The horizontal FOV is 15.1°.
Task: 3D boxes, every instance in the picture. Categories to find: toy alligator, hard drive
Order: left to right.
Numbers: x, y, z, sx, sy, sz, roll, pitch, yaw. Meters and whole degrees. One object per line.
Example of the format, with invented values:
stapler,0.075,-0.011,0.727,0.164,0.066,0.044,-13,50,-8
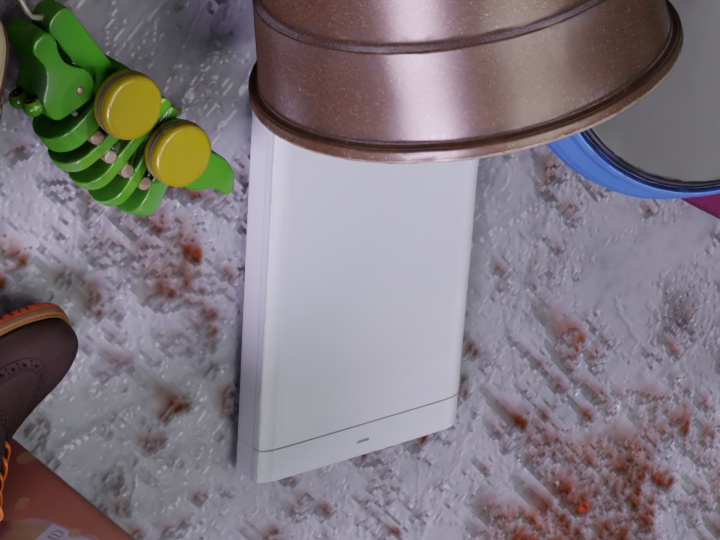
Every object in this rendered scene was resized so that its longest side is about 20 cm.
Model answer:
toy alligator,-0.127,-0.076,1.204,0.054,0.059,0.200,-52,134,-7
hard drive,0.000,0.000,1.373,0.132,0.027,0.200,-14,119,-35

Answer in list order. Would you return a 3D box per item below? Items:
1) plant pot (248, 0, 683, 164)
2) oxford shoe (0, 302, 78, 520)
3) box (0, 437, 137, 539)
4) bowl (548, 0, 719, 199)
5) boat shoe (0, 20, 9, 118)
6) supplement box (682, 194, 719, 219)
plant pot,0.032,-0.180,1.199,0.200,0.200,0.198,-27,122,-28
oxford shoe,-0.180,0.093,1.209,0.200,0.072,0.071,-48,160,-34
box,-0.158,0.186,1.210,0.152,0.200,0.106,-33,130,-24
bowl,0.171,-0.132,1.403,0.200,0.039,0.201,-6,106,-21
boat shoe,-0.195,-0.025,1.177,0.072,0.072,0.200,-13,123,-70
supplement box,0.300,-0.040,1.533,0.200,0.131,0.103,21,96,-43
